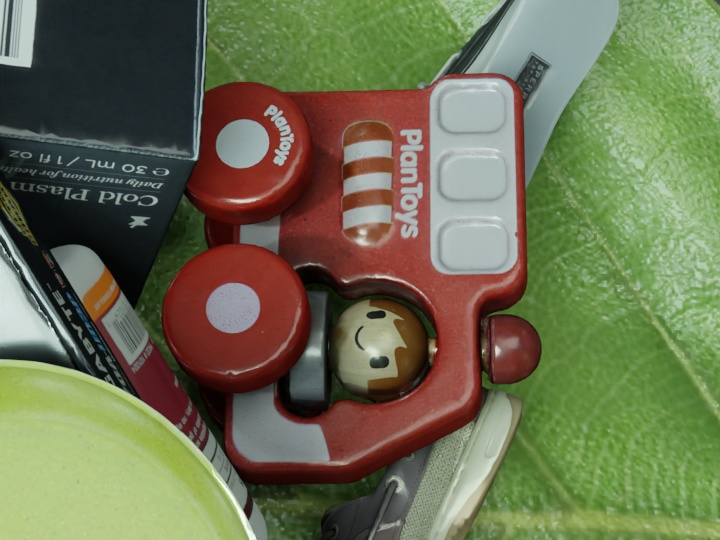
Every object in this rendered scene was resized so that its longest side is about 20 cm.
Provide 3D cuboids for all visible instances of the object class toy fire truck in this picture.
[{"bbox_3d":[0.000,0.000,0.793,0.167,0.112,0.201,-2,67,5],"label":"toy fire truck"}]

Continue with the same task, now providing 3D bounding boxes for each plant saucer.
[{"bbox_3d":[-0.119,0.131,0.567,0.199,0.031,0.201,-1,84,13],"label":"plant saucer"}]

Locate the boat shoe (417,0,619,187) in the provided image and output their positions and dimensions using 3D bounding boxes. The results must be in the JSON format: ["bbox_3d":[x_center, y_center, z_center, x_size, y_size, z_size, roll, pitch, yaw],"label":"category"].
[{"bbox_3d":[0.061,-0.083,0.900,0.074,0.068,0.200,31,86,-14],"label":"boat shoe"}]

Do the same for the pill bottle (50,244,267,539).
[{"bbox_3d":[-0.112,0.099,0.716,0.113,0.113,0.200,-38,106,-27],"label":"pill bottle"}]

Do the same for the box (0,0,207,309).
[{"bbox_3d":[-0.184,-0.068,0.745,0.199,0.197,0.124,6,66,-15],"label":"box"}]

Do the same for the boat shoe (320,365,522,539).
[{"bbox_3d":[0.011,0.132,0.794,0.065,0.072,0.200,27,64,9],"label":"boat shoe"}]

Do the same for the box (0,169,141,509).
[{"bbox_3d":[-0.202,0.041,0.620,0.200,0.046,0.159,-30,94,7],"label":"box"}]
